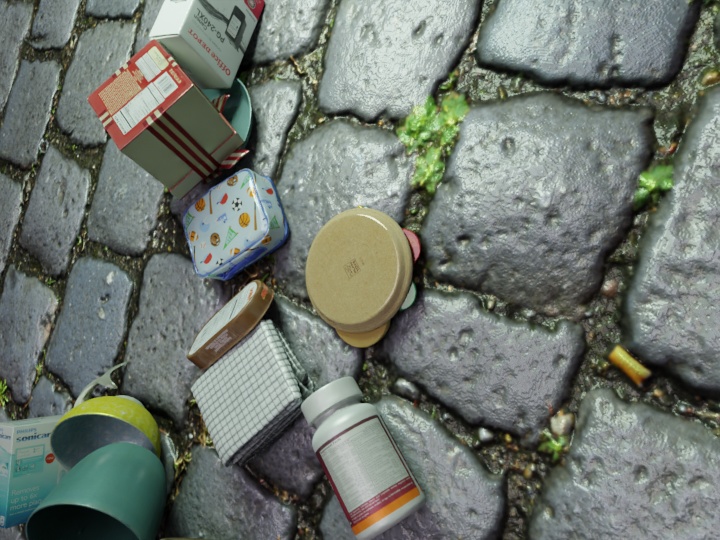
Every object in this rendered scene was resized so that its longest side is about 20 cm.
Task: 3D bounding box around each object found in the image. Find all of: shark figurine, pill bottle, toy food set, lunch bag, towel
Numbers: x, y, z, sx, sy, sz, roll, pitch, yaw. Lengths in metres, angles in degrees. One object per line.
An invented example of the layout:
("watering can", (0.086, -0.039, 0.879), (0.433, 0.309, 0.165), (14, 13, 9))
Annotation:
("shark figurine", (-0.569, 0.296, 1.091), (0.127, 0.090, 0.217), (10, 98, -2))
("pill bottle", (-0.002, 0.262, 0.727), (0.109, 0.109, 0.201), (-41, 65, 20))
("toy food set", (0.000, 0.000, 0.795), (0.198, 0.049, 0.200), (-51, 62, 16))
("lunch bag", (-0.230, -0.074, 0.930), (0.199, 0.075, 0.161), (-30, 72, 24))
("towel", (-0.175, 0.201, 0.856), (0.200, 0.085, 0.166), (-44, 57, 14))

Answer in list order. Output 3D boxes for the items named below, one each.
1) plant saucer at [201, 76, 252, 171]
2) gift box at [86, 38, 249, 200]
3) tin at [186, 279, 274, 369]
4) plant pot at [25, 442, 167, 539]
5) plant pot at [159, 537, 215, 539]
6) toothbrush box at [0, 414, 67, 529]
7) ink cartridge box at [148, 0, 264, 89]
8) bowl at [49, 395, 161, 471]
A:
("plant saucer", (-0.278, -0.280, 1.006), (0.198, 0.036, 0.202), (-5, 81, 30))
("gift box", (-0.318, -0.260, 0.905), (0.199, 0.187, 0.185), (-36, 64, 1))
("tin", (-0.228, 0.094, 0.890), (0.200, 0.042, 0.112), (-40, 26, 21))
("plant pot", (-0.432, 0.402, 0.891), (0.198, 0.161, 0.202), (2, 119, 4))
("plant pot", (-0.285, 0.538, 0.836), (0.198, 0.200, 0.175), (-10, 62, 30))
("toothbrush box", (-0.705, 0.426, 1.112), (0.085, 0.146, 0.202), (-5, 80, 30))
("ink cartridge box", (-0.275, -0.458, 0.939), (0.083, 0.145, 0.202), (10, 76, 29))
("bowl", (-0.476, 0.310, 0.996), (0.200, 0.200, 0.108), (-40, 24, 20))
